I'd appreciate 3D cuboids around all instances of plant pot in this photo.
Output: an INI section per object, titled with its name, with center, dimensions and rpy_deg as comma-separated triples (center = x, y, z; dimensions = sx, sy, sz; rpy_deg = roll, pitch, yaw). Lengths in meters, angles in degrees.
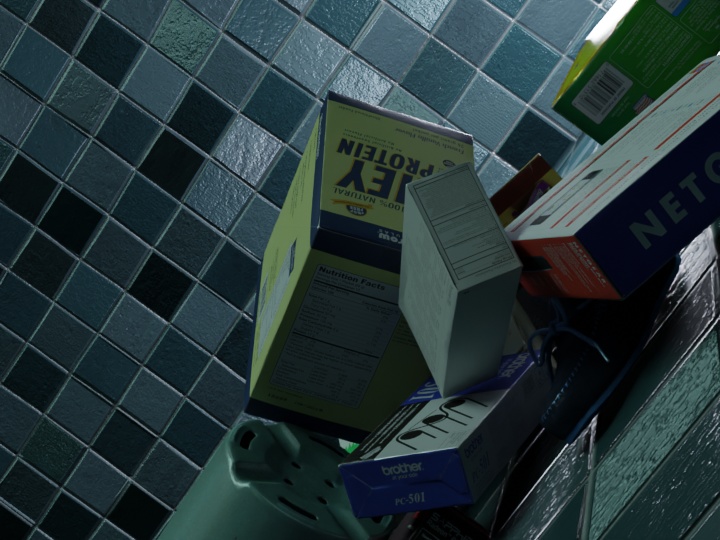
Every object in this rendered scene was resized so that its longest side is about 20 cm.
[plant pot]
center = -0.081, 0.238, 1.232
dimensions = 0.197, 0.200, 0.200
rpy_deg = -62, -3, 20

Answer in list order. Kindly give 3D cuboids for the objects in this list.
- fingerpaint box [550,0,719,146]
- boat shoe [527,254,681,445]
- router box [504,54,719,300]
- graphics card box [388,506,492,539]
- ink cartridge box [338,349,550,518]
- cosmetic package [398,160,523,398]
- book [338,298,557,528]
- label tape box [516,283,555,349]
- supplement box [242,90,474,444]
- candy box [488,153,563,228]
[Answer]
[fingerpaint box]
center = 0.241, -0.199, 1.158
dimensions = 0.200, 0.073, 0.167
rpy_deg = -52, 3, 30
[boat shoe]
center = 0.151, 0.039, 1.043
dimensions = 0.084, 0.069, 0.200
rpy_deg = -55, -1, 38
[router box]
center = 0.189, -0.063, 0.960
dimensions = 0.200, 0.049, 0.179
rpy_deg = -40, 6, -7
[graphics card box]
center = 0.012, 0.253, 1.113
dimensions = 0.200, 0.051, 0.125
rpy_deg = -55, 0, -7
[ink cartridge box]
center = 0.069, 0.115, 1.133
dimensions = 0.094, 0.044, 0.200
rpy_deg = -12, 11, 27
[cosmetic package]
center = 0.065, 0.012, 1.059
dimensions = 0.050, 0.083, 0.200
rpy_deg = -20, -22, -8
[book]
center = 0.068, 0.112, 1.315
dimensions = 0.200, 0.048, 0.134
rpy_deg = -46, 25, 12
[label tape box]
center = 0.180, 0.010, 1.434
dimensions = 0.200, 0.063, 0.144
rpy_deg = -55, -2, 40
[supplement box]
center = 0.000, 0.000, 1.291
dimensions = 0.200, 0.134, 0.200
rpy_deg = -89, 18, -52
[candy box]
center = 0.117, -0.022, 1.427
dimensions = 0.117, 0.056, 0.200
rpy_deg = -41, -7, -16
